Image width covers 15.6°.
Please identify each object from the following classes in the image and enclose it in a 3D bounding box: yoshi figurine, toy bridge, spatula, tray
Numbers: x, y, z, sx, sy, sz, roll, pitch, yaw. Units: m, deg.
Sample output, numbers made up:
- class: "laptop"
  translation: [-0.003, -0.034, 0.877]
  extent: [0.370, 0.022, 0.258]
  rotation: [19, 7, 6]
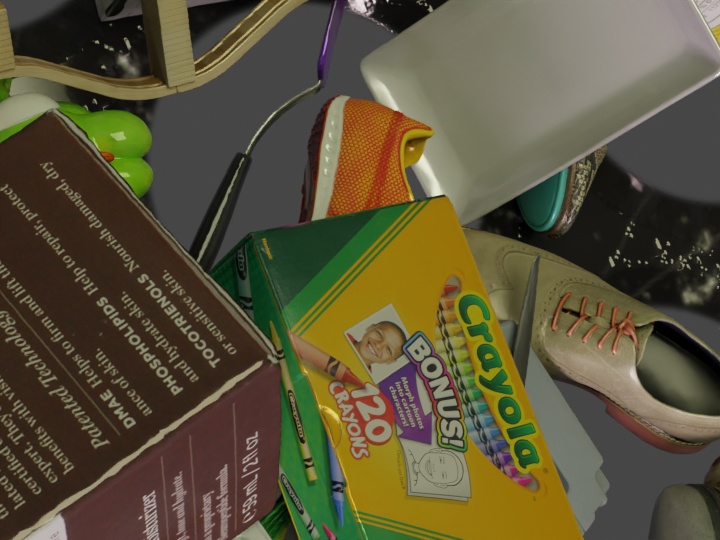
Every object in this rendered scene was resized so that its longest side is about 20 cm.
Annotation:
- class: "yoshi figurine"
  translation: [-0.202, -0.050, 1.302]
  extent: [0.199, 0.113, 0.112]
  rotation: [0, 36, -5]
- class: "toy bridge"
  translation: [-0.097, -0.123, 1.311]
  extent: [0.199, 0.027, 0.068]
  rotation: [-17, 116, -22]
- class: "spatula"
  translation: [-0.047, -0.070, 1.368]
  extent: [0.020, 0.057, 0.201]
  rotation: [29, 81, 6]
- class: "tray"
  translation: [0.094, -0.108, 1.365]
  extent: [0.022, 0.200, 0.108]
  rotation: [-27, 87, -52]

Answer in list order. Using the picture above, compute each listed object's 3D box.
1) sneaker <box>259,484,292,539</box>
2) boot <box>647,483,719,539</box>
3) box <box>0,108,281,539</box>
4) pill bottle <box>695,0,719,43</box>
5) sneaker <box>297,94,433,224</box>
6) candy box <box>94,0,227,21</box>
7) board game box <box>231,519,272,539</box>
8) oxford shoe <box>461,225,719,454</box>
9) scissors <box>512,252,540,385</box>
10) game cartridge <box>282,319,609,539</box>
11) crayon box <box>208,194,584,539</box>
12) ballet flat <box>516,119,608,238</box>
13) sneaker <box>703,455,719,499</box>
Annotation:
- class: "sneaker"
  translation: [-0.092, 0.159, 1.294]
  extent: [0.085, 0.078, 0.200]
  rotation: [38, 59, 0]
- class: "boot"
  translation: [0.120, 0.197, 1.358]
  extent: [0.131, 0.070, 0.201]
  rotation: [11, 70, -11]
- class: "box"
  translation: [-0.161, 0.073, 1.169]
  extent: [0.200, 0.166, 0.164]
  rotation: [-36, 69, -19]
- class: "pill bottle"
  translation: [0.184, -0.185, 1.420]
  extent: [0.199, 0.114, 0.115]
  rotation: [13, 72, -33]
- class: "sneaker"
  translation: [0.000, 0.000, 1.345]
  extent: [0.077, 0.073, 0.201]
  rotation: [15, 66, -6]
- class: "candy box"
  translation: [-0.057, -0.234, 1.394]
  extent: [0.199, 0.072, 0.169]
  rotation: [-11, 82, -21]
- class: "board game box"
  translation: [-0.167, 0.124, 1.251]
  extent: [0.199, 0.026, 0.200]
  rotation: [-30, 68, -18]
- class: "oxford shoe"
  translation: [0.122, 0.027, 1.392]
  extent: [0.199, 0.075, 0.071]
  rotation: [26, 71, -12]
- class: "scissors"
  translation: [0.077, 0.089, 1.333]
  extent: [0.073, 0.014, 0.201]
  rotation: [41, 54, -25]
- class: "game cartridge"
  translation: [0.042, 0.122, 1.323]
  extent: [0.133, 0.041, 0.200]
  rotation: [54, 50, -14]
- class: "crayon box"
  translation: [0.018, 0.073, 1.252]
  extent: [0.118, 0.058, 0.201]
  rotation: [-12, 74, -34]
- class: "ballet flat"
  translation: [0.105, -0.119, 1.431]
  extent: [0.075, 0.068, 0.201]
  rotation: [-9, 77, -33]
- class: "sneaker"
  translation: [0.275, 0.126, 1.439]
  extent: [0.199, 0.070, 0.076]
  rotation: [22, 52, -17]
